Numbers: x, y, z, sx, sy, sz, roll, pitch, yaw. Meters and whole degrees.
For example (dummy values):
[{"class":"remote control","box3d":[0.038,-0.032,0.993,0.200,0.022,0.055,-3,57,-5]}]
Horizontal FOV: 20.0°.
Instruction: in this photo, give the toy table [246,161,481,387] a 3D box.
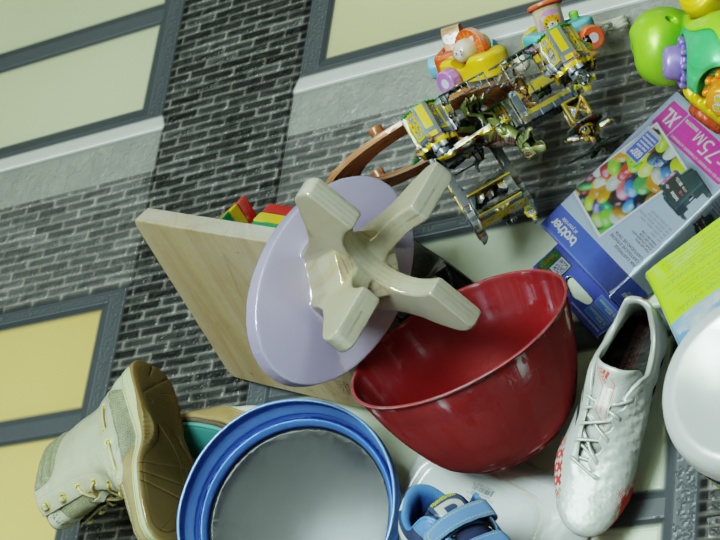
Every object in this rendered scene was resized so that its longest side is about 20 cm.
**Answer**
[{"class":"toy table","box3d":[0.000,0.000,1.687,0.117,0.184,0.200,-21,45,59]}]

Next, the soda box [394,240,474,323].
[{"class":"soda box","box3d":[0.014,-0.009,1.887,0.071,0.063,0.200,-54,44,-3]}]

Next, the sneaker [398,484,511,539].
[{"class":"sneaker","box3d":[0.082,0.220,1.582,0.200,0.074,0.082,13,115,63]}]

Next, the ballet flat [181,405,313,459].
[{"class":"ballet flat","box3d":[-0.087,0.157,1.876,0.200,0.069,0.063,12,43,39]}]

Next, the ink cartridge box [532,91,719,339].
[{"class":"ink cartridge box","box3d":[0.239,-0.048,1.753,0.200,0.042,0.119,-46,45,8]}]

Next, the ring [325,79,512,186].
[{"class":"ring","box3d":[0.054,-0.121,1.843,0.200,0.200,0.019,-33,78,18]}]

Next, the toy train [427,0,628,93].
[{"class":"toy train","box3d":[0.138,-0.217,1.878,0.200,0.056,0.150,-14,14,26]}]

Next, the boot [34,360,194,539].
[{"class":"boot","box3d":[-0.226,0.199,1.856,0.155,0.072,0.200,-40,42,25]}]

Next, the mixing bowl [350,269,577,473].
[{"class":"mixing bowl","box3d":[0.104,0.097,1.692,0.200,0.109,0.200,-27,18,10]}]

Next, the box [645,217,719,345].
[{"class":"box","box3d":[0.302,0.025,1.603,0.122,0.048,0.200,-38,24,14]}]

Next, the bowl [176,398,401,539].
[{"class":"bowl","box3d":[-0.058,0.210,1.745,0.200,0.039,0.201,-8,65,18]}]

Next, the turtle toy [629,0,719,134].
[{"class":"turtle toy","box3d":[0.305,-0.173,1.709,0.101,0.146,0.200,-53,43,9]}]

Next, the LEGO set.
[{"class":"LEGO set","box3d":[0.140,-0.108,1.751,0.200,0.154,0.116,-28,73,-8]}]

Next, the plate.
[{"class":"plate","box3d":[0.080,0.238,1.702,0.199,0.032,0.200,22,78,45]}]

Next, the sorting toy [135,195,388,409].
[{"class":"sorting toy","box3d":[-0.079,0.017,1.856,0.199,0.200,0.070,10,49,46]}]

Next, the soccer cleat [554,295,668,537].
[{"class":"soccer cleat","box3d":[0.200,0.114,1.638,0.069,0.085,0.200,15,69,17]}]

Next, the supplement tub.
[{"class":"supplement tub","box3d":[0.321,0.117,1.467,0.145,0.200,0.145,-19,53,28]}]

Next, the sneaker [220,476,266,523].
[{"class":"sneaker","box3d":[-0.139,0.228,1.863,0.200,0.077,0.089,10,80,49]}]
